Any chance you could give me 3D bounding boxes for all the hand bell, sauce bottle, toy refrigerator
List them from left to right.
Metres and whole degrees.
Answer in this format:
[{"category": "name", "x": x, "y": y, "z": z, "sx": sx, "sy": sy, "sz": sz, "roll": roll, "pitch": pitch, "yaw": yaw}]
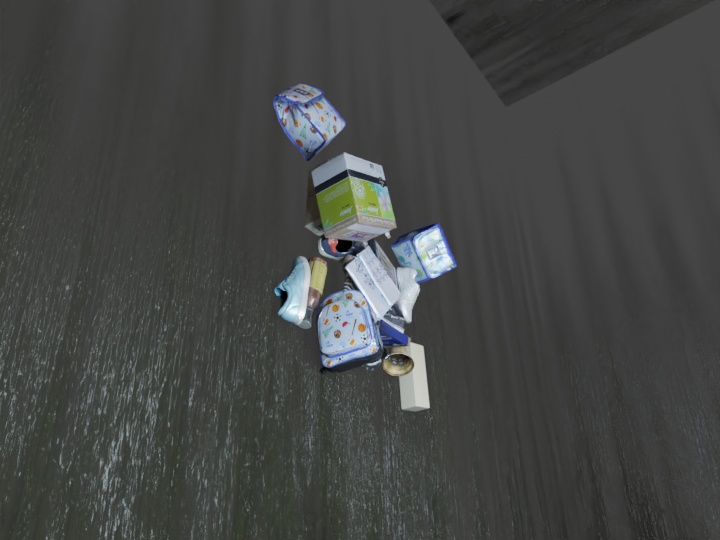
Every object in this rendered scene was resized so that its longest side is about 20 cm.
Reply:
[{"category": "sauce bottle", "x": -0.135, "y": 0.060, "z": 1.453, "sx": 0.066, "sy": 0.065, "sz": 0.205, "roll": 42, "pitch": 44, "yaw": -36}, {"category": "hand bell", "x": 0.121, "y": 0.229, "z": 1.753, "sx": 0.104, "sy": 0.102, "sz": 0.203, "roll": 47, "pitch": 28, "yaw": -31}, {"category": "toy refrigerator", "x": 0.169, "y": 0.350, "z": 1.760, "sx": 0.075, "sy": 0.069, "sz": 0.207, "roll": 19, "pitch": 57, "yaw": -43}]

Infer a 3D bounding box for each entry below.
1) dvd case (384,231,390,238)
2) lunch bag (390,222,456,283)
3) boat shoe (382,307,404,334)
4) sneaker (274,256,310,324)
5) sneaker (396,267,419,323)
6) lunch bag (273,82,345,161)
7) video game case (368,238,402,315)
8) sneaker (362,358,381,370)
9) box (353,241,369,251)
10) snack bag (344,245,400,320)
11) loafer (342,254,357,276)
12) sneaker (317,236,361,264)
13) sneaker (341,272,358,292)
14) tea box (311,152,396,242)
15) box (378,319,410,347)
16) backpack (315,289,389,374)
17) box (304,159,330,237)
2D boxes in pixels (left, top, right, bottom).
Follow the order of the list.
[{"category": "dvd case", "x": 0.045, "y": -0.216, "z": 1.845, "sx": 0.202, "sy": 0.016, "sz": 0.149, "roll": 55, "pitch": 13, "yaw": -16}, {"category": "lunch bag", "x": 0.233, "y": -0.061, "z": 1.940, "sx": 0.174, "sy": 0.196, "sz": 0.127, "roll": 63, "pitch": 34, "yaw": -12}, {"category": "boat shoe", "x": 0.079, "y": 0.144, "z": 1.657, "sx": 0.198, "sy": 0.070, "sz": 0.070, "roll": 29, "pitch": 72, "yaw": -47}, {"category": "sneaker", "x": -0.180, "y": 0.037, "z": 1.391, "sx": 0.080, "sy": 0.074, "sz": 0.205, "roll": 22, "pitch": 44, "yaw": -28}, {"category": "sneaker", "x": 0.169, "y": 0.081, "z": 1.868, "sx": 0.071, "sy": 0.077, "sz": 0.207, "roll": 67, "pitch": 19, "yaw": -68}, {"category": "lunch bag", "x": -0.160, "y": -0.471, "z": 1.636, "sx": 0.201, "sy": 0.123, "sz": 0.171, "roll": 48, "pitch": 37, "yaw": -8}, {"category": "video game case", "x": 0.083, "y": 0.025, "z": 1.767, "sx": 0.201, "sy": 0.025, "sz": 0.186, "roll": 51, "pitch": 27, "yaw": -51}, {"category": "sneaker", "x": -0.021, "y": 0.203, "z": 1.563, "sx": 0.201, "sy": 0.074, "sz": 0.087, "roll": 50, "pitch": 5, "yaw": -19}, {"category": "box", "x": -0.027, "y": -0.183, "z": 1.752, "sx": 0.201, "sy": 0.043, "sz": 0.163, "roll": 52, "pitch": 36, "yaw": -28}, {"category": "snack bag", "x": 0.039, "y": 0.031, "z": 1.587, "sx": 0.191, "sy": 0.021, "sz": 0.200, "roll": 57, "pitch": 28, "yaw": -2}, {"category": "loafer", "x": 0.000, "y": 0.000, "z": 1.676, "sx": 0.200, "sy": 0.070, "sz": 0.065, "roll": 47, "pitch": 37, "yaw": -50}, {"category": "sneaker", "x": -0.041, "y": -0.067, "z": 1.636, "sx": 0.197, "sy": 0.083, "sz": 0.078, "roll": 9, "pitch": 66, "yaw": -55}, {"category": "sneaker", "x": -0.001, "y": 0.106, "z": 1.644, "sx": 0.201, "sy": 0.074, "sz": 0.118, "roll": 46, "pitch": 56, "yaw": -38}, {"category": "tea box", "x": -0.017, "y": -0.200, "z": 1.527, "sx": 0.197, "sy": 0.131, "sz": 0.204, "roll": 1, "pitch": 73, "yaw": -55}, {"category": "box", "x": 0.049, "y": 0.184, "z": 1.612, "sx": 0.199, "sy": 0.118, "sz": 0.033, "roll": 37, "pitch": 56, "yaw": -41}, {"category": "backpack", "x": -0.038, "y": 0.153, "z": 1.426, "sx": 0.155, "sy": 0.193, "sz": 0.196, "roll": 71, "pitch": 6, "yaw": -59}, {"category": "box", "x": -0.106, "y": -0.216, "z": 1.608, "sx": 0.077, "sy": 0.093, "sz": 0.206, "roll": 31, "pitch": 49, "yaw": -43}]
